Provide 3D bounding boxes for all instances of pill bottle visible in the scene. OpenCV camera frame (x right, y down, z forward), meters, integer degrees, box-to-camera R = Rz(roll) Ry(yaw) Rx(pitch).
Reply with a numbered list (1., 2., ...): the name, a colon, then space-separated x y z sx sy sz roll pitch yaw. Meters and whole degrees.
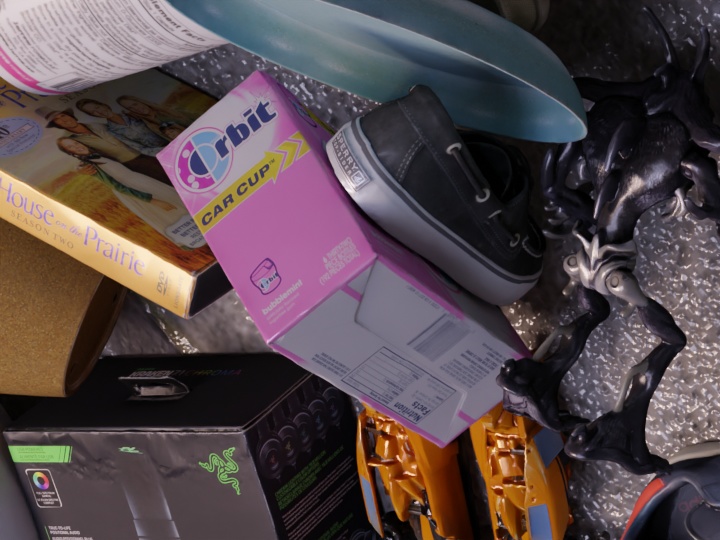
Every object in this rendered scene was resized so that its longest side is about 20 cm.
1. pill bottle: -0.095 -0.159 1.348 0.199 0.113 0.114 -13 107 39

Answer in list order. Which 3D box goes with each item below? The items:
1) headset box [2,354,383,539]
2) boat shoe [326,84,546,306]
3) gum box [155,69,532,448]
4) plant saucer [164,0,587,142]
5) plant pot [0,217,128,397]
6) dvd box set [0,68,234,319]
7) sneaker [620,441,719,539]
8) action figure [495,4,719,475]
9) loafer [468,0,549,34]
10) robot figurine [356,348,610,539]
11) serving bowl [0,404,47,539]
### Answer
1. headset box: -0.081 0.142 1.527 0.173 0.093 0.201 -1 114 36
2. boat shoe: 0.051 -0.034 1.287 0.056 0.200 0.069 -37 67 12
3. gum box: 0.000 0.000 1.308 0.066 0.200 0.114 -38 60 10
4. plant saucer: 0.008 -0.102 1.219 0.199 0.200 0.028 15 83 29
5. plant pot: -0.227 -0.016 1.504 0.199 0.187 0.187 22 128 6
6. dvd box set: -0.124 -0.057 1.407 0.199 0.146 0.030 28 125 21
7. sneaker: 0.204 0.109 1.306 0.199 0.084 0.075 -27 98 42
8. action figure: 0.130 -0.016 1.282 0.118 0.102 0.201 24 101 33
9. loafer: -0.007 -0.157 1.229 0.200 0.068 0.076 37 161 -2
10. robot figurine: 0.058 0.132 1.443 0.144 0.058 0.201 6 118 35
11. serving bowl: -0.227 0.116 1.608 0.200 0.066 0.201 50 161 24
